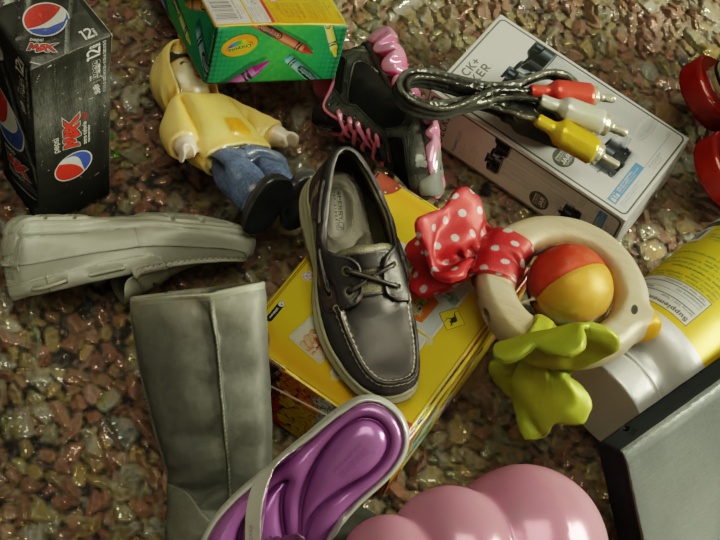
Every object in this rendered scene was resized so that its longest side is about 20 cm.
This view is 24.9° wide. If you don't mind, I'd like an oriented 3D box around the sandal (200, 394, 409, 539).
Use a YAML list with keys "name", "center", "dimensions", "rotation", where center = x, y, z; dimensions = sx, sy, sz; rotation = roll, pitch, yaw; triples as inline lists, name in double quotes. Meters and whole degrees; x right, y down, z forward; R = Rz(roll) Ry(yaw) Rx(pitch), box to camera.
- name: "sandal"
  center: [-0.047, 0.165, 1.097]
  dimensions: [0.082, 0.050, 0.203]
  rotation: [38, 87, -1]

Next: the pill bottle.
- name: "pill bottle"
  center: [0.254, 0.051, 1.269]
  dimensions: [0.200, 0.113, 0.112]
  rotation: [-36, 70, -26]

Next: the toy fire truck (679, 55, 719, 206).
- name: "toy fire truck"
  center: [0.372, -0.120, 1.399]
  dimensions: [0.167, 0.112, 0.201]
  rotation: [26, 48, -36]

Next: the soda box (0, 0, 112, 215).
- name: "soda box"
  center: [-0.234, -0.123, 1.238]
  dimensions: [0.070, 0.201, 0.063]
  rotation: [-28, 65, -24]

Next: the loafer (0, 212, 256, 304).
- name: "loafer"
  center: [-0.179, -0.009, 1.266]
  dimensions: [0.198, 0.070, 0.070]
  rotation: [-1, 96, -16]

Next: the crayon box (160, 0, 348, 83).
- name: "crayon box"
  center: [-0.104, -0.240, 1.377]
  dimensions: [0.118, 0.059, 0.201]
  rotation: [-5, 44, -26]

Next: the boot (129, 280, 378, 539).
- name: "boot"
  center: [-0.070, 0.109, 1.157]
  dimensions: [0.180, 0.073, 0.202]
  rotation: [-2, 83, -11]

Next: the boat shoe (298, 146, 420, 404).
- name: "boat shoe"
  center: [0.000, 0.000, 1.191]
  dimensions: [0.071, 0.065, 0.201]
  rotation: [-5, 60, -15]

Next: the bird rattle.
- name: "bird rattle"
  center: [0.129, 0.019, 1.199]
  dimensions: [0.162, 0.113, 0.200]
  rotation: [-15, 50, -23]

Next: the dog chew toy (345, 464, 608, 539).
- name: "dog chew toy"
  center: [0.072, 0.201, 1.123]
  dimensions: [0.199, 0.125, 0.125]
  rotation: [-3, 58, -28]

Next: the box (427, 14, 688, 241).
- name: "box"
  center: [0.162, -0.115, 1.385]
  dimensions: [0.199, 0.060, 0.117]
  rotation: [36, 60, 13]

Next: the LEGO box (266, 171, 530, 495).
- name: "LEGO box"
  center: [0.016, 0.044, 1.252]
  dimensions: [0.148, 0.077, 0.200]
  rotation: [33, 59, 11]

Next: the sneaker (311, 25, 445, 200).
- name: "sneaker"
  center: [0.010, -0.121, 1.348]
  dimensions: [0.095, 0.079, 0.201]
  rotation: [-14, 42, -9]

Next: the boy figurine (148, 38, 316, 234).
- name: "boy figurine"
  center: [-0.107, -0.113, 1.325]
  dimensions: [0.124, 0.065, 0.200]
  rotation: [-5, 45, -39]

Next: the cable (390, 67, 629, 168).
- name: "cable"
  center: [0.122, -0.144, 1.308]
  dimensions: [0.199, 0.050, 0.098]
  rotation: [17, 53, -21]

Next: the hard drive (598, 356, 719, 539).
- name: "hard drive"
  center: [0.269, 0.136, 1.212]
  dimensions: [0.199, 0.140, 0.033]
  rotation: [-31, 31, -25]

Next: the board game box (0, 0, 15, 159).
- name: "board game box"
  center: [-0.346, -0.136, 1.251]
  dimensions: [0.097, 0.160, 0.200]
  rotation: [42, 62, 16]
